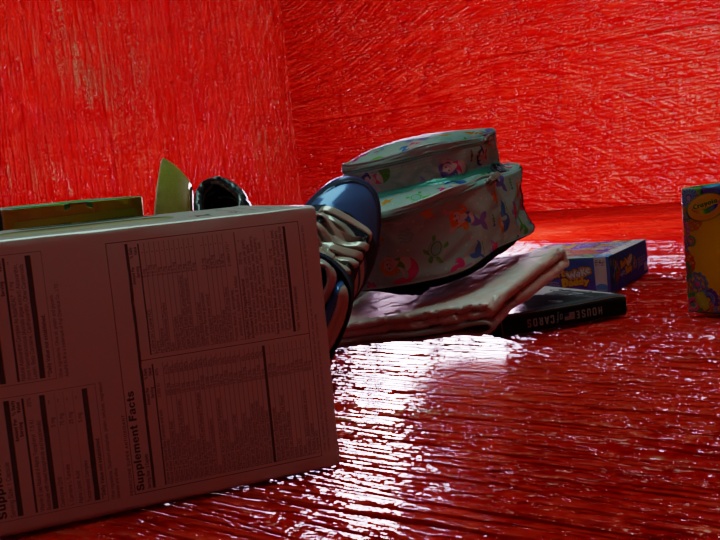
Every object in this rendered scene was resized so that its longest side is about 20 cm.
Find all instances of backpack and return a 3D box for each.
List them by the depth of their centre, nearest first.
[{"bbox_3d":[0.060,-0.054,1.016,0.177,0.151,0.200,-9,17,34],"label":"backpack"}]

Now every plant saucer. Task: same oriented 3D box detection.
[{"bbox_3d":[-0.180,-0.007,0.999,0.031,0.201,0.200,3,4,-8],"label":"plant saucer"}]

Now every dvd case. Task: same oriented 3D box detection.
[{"bbox_3d":[0.151,0.039,1.075,0.150,0.025,0.200,-9,5,-26],"label":"dvd case"}]

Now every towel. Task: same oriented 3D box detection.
[{"bbox_3d":[0.080,0.028,1.013,0.200,0.032,0.191,-9,12,34],"label":"towel"}]

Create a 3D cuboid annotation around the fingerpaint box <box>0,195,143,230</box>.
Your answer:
[{"bbox_3d":[-0.279,0.021,0.956,0.073,0.167,0.200,-2,7,23],"label":"fingerpaint box"}]

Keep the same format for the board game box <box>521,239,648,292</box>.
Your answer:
[{"bbox_3d":[0.270,-0.004,1.297,0.134,0.045,0.200,-3,6,27],"label":"board game box"}]

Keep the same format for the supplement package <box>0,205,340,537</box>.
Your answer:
[{"bbox_3d":[-0.136,0.045,0.608,0.200,0.151,0.152,-8,6,-22],"label":"supplement package"}]

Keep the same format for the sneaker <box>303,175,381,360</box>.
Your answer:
[{"bbox_3d":[-0.024,-0.004,0.836,0.080,0.200,0.146,30,-17,-7],"label":"sneaker"}]

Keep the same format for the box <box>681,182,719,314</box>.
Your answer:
[{"bbox_3d":[0.439,-0.029,0.966,0.192,0.122,0.200,-9,6,-41],"label":"box"}]

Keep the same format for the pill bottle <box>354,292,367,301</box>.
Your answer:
[{"bbox_3d":[-0.098,0.017,1.117,0.200,0.110,0.110,-4,5,21],"label":"pill bottle"}]

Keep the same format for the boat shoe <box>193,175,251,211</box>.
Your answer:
[{"bbox_3d":[-0.110,-0.004,1.001,0.071,0.091,0.200,-29,48,-6],"label":"boat shoe"}]
